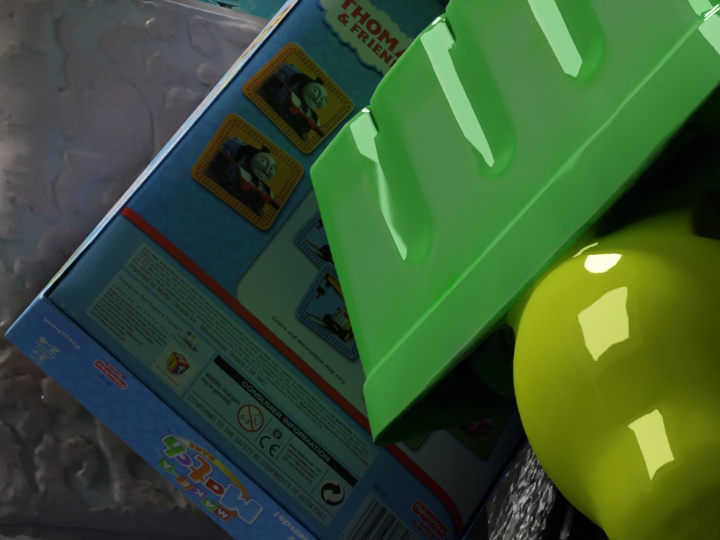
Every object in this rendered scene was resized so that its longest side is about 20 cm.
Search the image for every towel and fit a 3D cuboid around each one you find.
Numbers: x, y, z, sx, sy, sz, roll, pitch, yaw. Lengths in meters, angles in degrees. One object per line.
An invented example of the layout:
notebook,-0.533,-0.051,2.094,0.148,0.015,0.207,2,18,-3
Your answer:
towel,-0.049,-0.002,0.808,0.032,0.190,0.201,137,136,-54

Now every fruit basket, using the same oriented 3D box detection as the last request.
fruit basket,0.094,-0.001,0.691,0.215,0.155,0.216,13,108,43

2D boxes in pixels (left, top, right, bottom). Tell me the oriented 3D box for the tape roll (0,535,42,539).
tape roll,-0.161,0.142,1.170,0.203,0.139,0.203,-54,20,29

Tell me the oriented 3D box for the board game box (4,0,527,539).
board game box,0.000,0.000,0.789,0.037,0.151,0.200,-39,12,52

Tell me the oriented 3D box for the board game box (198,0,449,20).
board game box,0.005,-0.075,0.917,0.028,0.199,0.136,85,-159,-63
